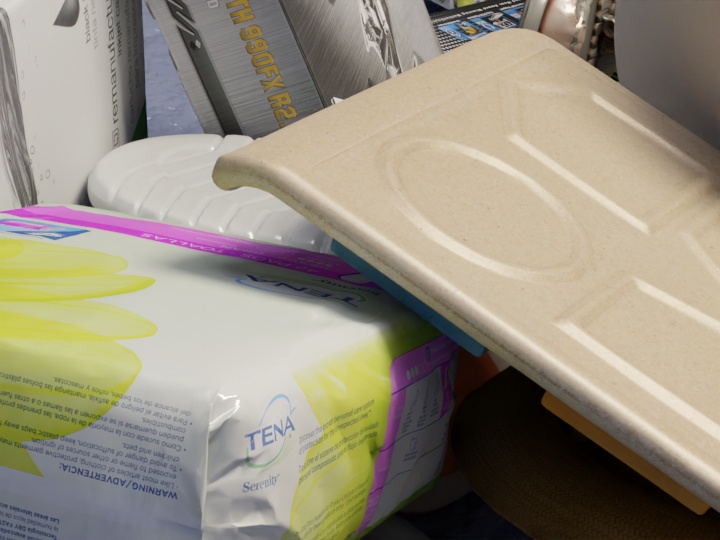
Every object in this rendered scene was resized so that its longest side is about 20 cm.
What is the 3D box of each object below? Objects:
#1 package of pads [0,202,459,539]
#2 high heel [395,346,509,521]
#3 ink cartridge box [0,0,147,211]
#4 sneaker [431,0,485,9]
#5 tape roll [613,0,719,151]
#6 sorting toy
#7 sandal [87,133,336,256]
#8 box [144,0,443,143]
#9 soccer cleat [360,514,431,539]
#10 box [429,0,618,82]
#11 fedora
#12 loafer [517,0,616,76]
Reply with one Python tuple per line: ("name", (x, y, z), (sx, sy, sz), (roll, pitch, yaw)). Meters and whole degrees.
("package of pads", (-0.065, 0.033, 0.676), (0.154, 0.069, 0.200), (13, 12, 18))
("high heel", (0.007, 0.025, 0.886), (0.096, 0.067, 0.200), (-20, 33, 30))
("ink cartridge box", (-0.142, -0.023, 0.813), (0.084, 0.147, 0.200), (7, 27, 15))
("sneaker", (0.072, -0.172, 1.258), (0.199, 0.075, 0.084), (-4, 22, -39))
("tape roll", (0.198, -0.094, 0.831), (0.201, 0.139, 0.204), (4, 70, -11))
("sorting toy", (0.077, 0.001, 0.724), (0.199, 0.037, 0.185), (31, 28, 17))
("sandal", (-0.004, 0.002, 0.799), (0.202, 0.050, 0.082), (16, 24, 28))
("box", (-0.034, -0.122, 0.902), (0.048, 0.201, 0.159), (-14, 26, 19))
("soccer cleat", (-0.056, 0.098, 0.688), (0.199, 0.070, 0.077), (-5, 12, -29))
("box", (0.083, -0.063, 1.064), (0.199, 0.044, 0.160), (-18, 36, -40))
("fedora", (0.123, 0.081, 0.748), (0.199, 0.082, 0.201), (2, 22, -1))
("loafer", (0.112, -0.123, 1.071), (0.063, 0.072, 0.200), (19, 26, 6))
